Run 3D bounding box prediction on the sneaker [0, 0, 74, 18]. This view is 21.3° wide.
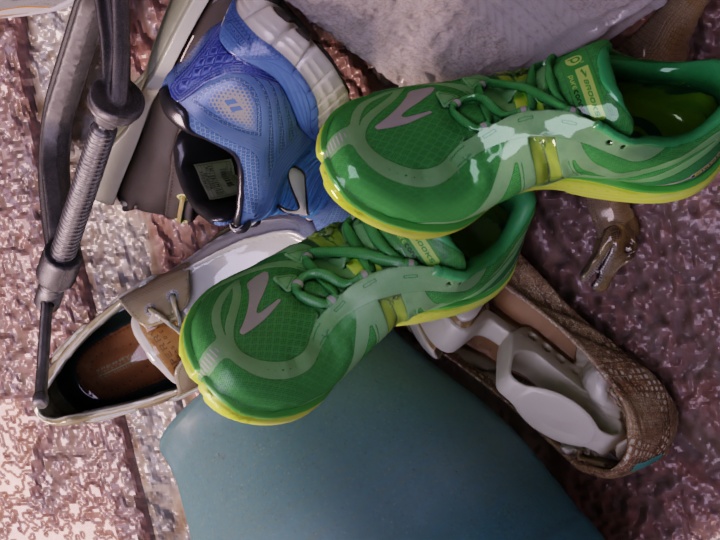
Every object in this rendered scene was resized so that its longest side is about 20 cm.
[{"bbox_3d":[-0.210,-0.153,0.991,0.200,0.092,0.076,-19,101,26],"label":"sneaker"}]

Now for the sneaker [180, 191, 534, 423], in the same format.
[{"bbox_3d":[0.000,0.000,0.862,0.074,0.200,0.084,49,142,15],"label":"sneaker"}]

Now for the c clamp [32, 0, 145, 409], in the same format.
[{"bbox_3d":[-0.139,-0.058,0.966,0.027,0.171,0.200,6,135,-19],"label":"c clamp"}]

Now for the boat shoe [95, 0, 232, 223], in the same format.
[{"bbox_3d":[-0.079,-0.093,0.950,0.061,0.072,0.201,21,143,-11],"label":"boat shoe"}]

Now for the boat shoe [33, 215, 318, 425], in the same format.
[{"bbox_3d":[-0.092,0.033,1.023,0.200,0.068,0.075,-33,94,28],"label":"boat shoe"}]

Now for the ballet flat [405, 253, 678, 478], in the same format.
[{"bbox_3d":[0.072,0.033,0.959,0.200,0.065,0.071,35,120,8],"label":"ballet flat"}]

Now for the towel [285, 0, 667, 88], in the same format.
[{"bbox_3d":[0.030,-0.139,0.803,0.133,0.034,0.200,-33,134,29],"label":"towel"}]

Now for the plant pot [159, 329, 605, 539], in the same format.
[{"bbox_3d":[0.003,0.127,0.960,0.200,0.200,0.188,-40,75,28],"label":"plant pot"}]

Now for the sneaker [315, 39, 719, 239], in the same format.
[{"bbox_3d":[0.074,-0.067,0.819,0.084,0.200,0.074,116,139,-56],"label":"sneaker"}]

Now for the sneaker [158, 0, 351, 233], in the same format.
[{"bbox_3d":[-0.044,-0.059,0.900,0.089,0.200,0.079,-36,62,0],"label":"sneaker"}]

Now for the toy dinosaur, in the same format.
[{"bbox_3d":[0.123,-0.090,0.911,0.101,0.058,0.200,17,122,-1],"label":"toy dinosaur"}]
